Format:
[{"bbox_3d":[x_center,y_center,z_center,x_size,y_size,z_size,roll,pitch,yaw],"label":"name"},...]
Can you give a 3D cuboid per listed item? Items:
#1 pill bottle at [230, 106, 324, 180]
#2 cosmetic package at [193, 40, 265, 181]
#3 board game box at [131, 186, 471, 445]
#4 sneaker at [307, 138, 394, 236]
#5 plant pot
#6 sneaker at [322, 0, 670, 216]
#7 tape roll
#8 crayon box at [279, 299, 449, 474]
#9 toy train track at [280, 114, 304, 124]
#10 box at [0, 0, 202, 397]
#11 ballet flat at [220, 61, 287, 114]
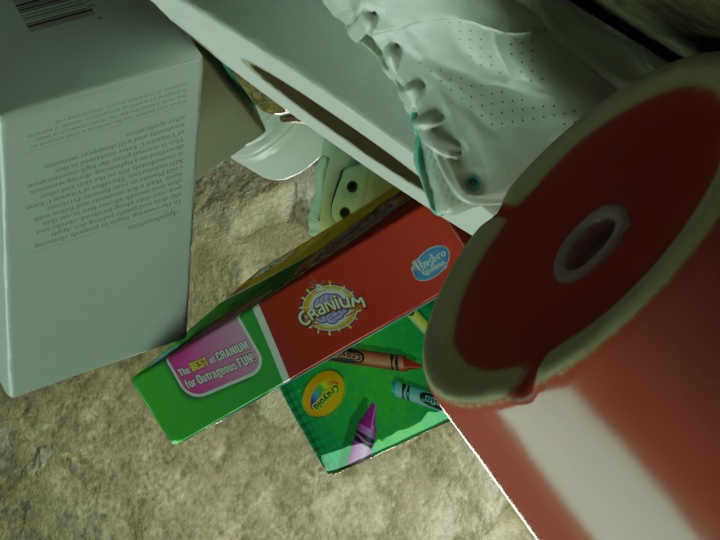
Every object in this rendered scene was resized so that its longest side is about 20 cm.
[{"bbox_3d":[-0.104,-0.138,1.376,0.200,0.113,0.113,32,180,-33],"label":"pill bottle"},{"bbox_3d":[-0.139,-0.140,1.225,0.200,0.071,0.105,51,-172,-37],"label":"cosmetic package"},{"bbox_3d":[0.000,0.000,1.175,0.040,0.200,0.153,56,-149,-6],"label":"board game box"},{"bbox_3d":[-0.021,-0.085,1.291,0.200,0.118,0.074,33,-178,5],"label":"sneaker"},{"bbox_3d":[0.129,0.041,0.755,0.177,0.201,0.200,42,177,-20],"label":"plant pot"},{"bbox_3d":[0.036,-0.066,0.835,0.200,0.089,0.075,32,-178,-8],"label":"sneaker"},{"bbox_3d":[0.013,-0.084,0.967,0.202,0.071,0.202,35,179,1],"label":"tape roll"},{"bbox_3d":[0.064,0.024,1.213,0.200,0.119,0.058,-32,-88,-49],"label":"crayon box"},{"bbox_3d":[0.038,-0.070,1.146,0.114,0.033,0.200,-15,-171,-28],"label":"toy train track"},{"bbox_3d":[-0.144,-0.058,1.111,0.125,0.097,0.200,58,156,32],"label":"box"},{"bbox_3d":[-0.060,-0.145,1.175,0.065,0.071,0.200,-7,154,25],"label":"ballet flat"}]
